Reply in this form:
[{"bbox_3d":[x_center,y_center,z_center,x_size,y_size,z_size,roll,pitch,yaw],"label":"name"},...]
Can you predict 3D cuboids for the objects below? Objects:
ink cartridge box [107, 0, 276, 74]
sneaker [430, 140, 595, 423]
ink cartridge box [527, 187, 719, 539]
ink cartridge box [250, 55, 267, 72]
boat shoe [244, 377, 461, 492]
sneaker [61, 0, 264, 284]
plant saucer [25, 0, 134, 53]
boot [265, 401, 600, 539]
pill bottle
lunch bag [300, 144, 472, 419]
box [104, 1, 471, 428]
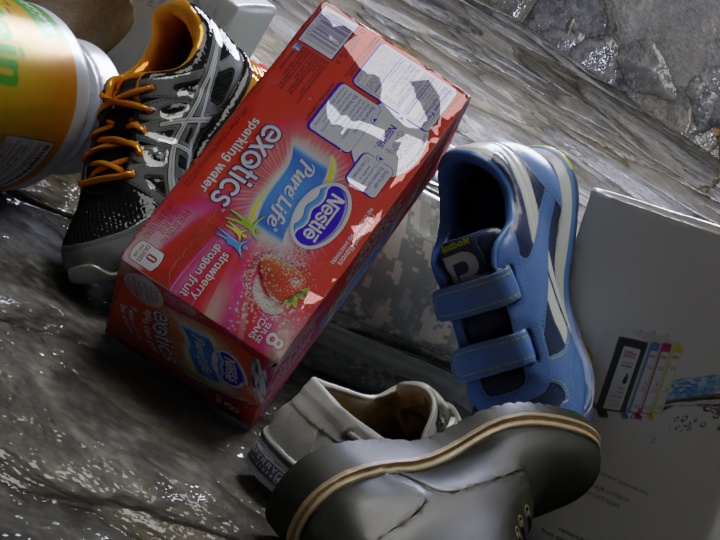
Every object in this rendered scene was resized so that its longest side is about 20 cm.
[{"bbox_3d":[-0.182,-0.168,1.459,0.200,0.145,0.083,33,14,11],"label":"ink cartridge box"},{"bbox_3d":[0.075,0.021,1.176,0.082,0.074,0.201,17,62,-48],"label":"sneaker"},{"bbox_3d":[0.190,0.075,1.221,0.144,0.201,0.147,22,5,38],"label":"ink cartridge box"},{"bbox_3d":[-0.149,-0.169,1.694,0.116,0.067,0.200,18,19,-43],"label":"ink cartridge box"},{"bbox_3d":[0.024,0.093,1.128,0.200,0.070,0.071,20,18,-50],"label":"boat shoe"},{"bbox_3d":[-0.124,-0.072,1.230,0.077,0.078,0.200,58,40,-34],"label":"sneaker"},{"bbox_3d":[-0.240,-0.152,1.330,0.199,0.036,0.200,4,-17,1],"label":"plant saucer"},{"bbox_3d":[0.069,0.141,1.038,0.200,0.078,0.138,-11,44,-37],"label":"boot"},{"bbox_3d":[-0.222,-0.103,1.209,0.111,0.111,0.200,38,15,25],"label":"pill bottle"},{"bbox_3d":[0.000,0.000,1.301,0.200,0.139,0.168,24,32,-26],"label":"lunch bag"},{"bbox_3d":[-0.039,-0.030,1.151,0.100,0.200,0.096,33,-28,5],"label":"box"}]
